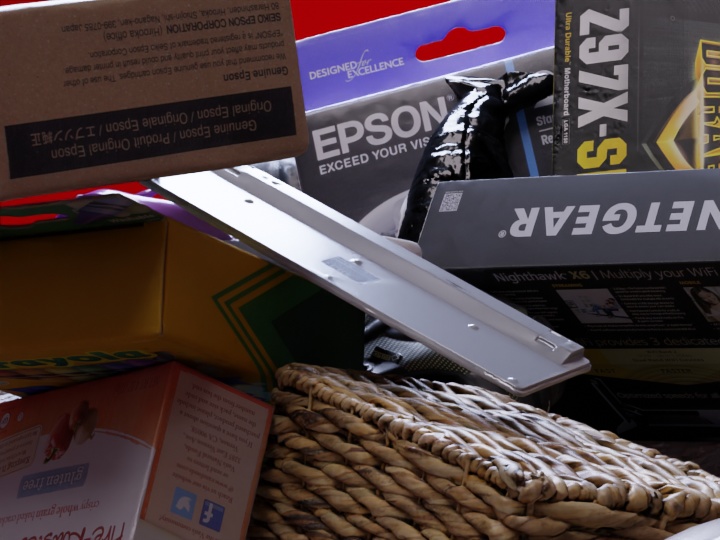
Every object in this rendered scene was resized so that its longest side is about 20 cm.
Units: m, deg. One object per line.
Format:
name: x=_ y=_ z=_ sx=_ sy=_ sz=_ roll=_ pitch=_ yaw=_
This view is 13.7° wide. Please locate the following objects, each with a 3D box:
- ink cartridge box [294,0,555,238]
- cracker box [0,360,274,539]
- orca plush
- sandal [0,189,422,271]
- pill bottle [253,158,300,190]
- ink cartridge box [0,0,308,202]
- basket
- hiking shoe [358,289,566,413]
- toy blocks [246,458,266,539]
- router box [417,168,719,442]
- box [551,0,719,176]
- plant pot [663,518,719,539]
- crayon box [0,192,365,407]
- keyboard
ink cartridge box: x=0.065 y=-0.060 z=1.595 sx=0.198 sy=0.201 sz=0.043 roll=-15 pitch=-18 yaw=7
cracker box: x=-0.114 y=0.145 z=1.189 sx=0.134 sy=0.058 sz=0.201 roll=-15 pitch=56 yaw=50
orca plush: x=0.068 y=-0.022 z=1.511 sx=0.200 sy=0.105 sz=0.071 roll=-67 pitch=9 yaw=-29
sandal: x=-0.074 y=-0.016 z=1.290 sx=0.202 sy=0.050 sz=0.082 roll=3 pitch=-10 yaw=-1
pill bottle: x=0.038 y=-0.049 z=1.678 sx=0.199 sy=0.112 sz=0.112 roll=-15 pitch=21 yaw=7
ink cartridge box: x=-0.147 y=-0.065 z=1.186 sx=0.165 sy=0.075 sz=0.200 roll=-13 pitch=7 yaw=-43
basket: x=0.051 y=0.132 z=1.167 sx=0.142 sy=0.149 sz=0.200 roll=9 pitch=5 yaw=-32
hiking shoe: x=-0.012 y=0.040 z=1.321 sx=0.199 sy=0.076 sz=0.101 roll=10 pitch=29 yaw=10
toy blocks: x=0.001 y=0.117 z=1.343 sx=0.136 sy=0.100 sz=0.200 roll=7 pitch=29 yaw=24
router box: x=0.146 y=0.019 z=1.360 sx=0.200 sy=0.157 sz=0.052 roll=-1 pitch=57 yaw=34
box: x=0.177 y=-0.059 z=1.506 sx=0.159 sy=0.201 sz=0.049 roll=-6 pitch=-21 yaw=23
plant pot: x=0.112 y=0.172 z=0.983 sx=0.200 sy=0.201 sz=0.175 roll=-24 pitch=9 yaw=-19
crayon box: x=-0.098 y=0.021 z=1.221 sx=0.125 sy=0.052 sz=0.200 roll=-5 pitch=-16 yaw=27
keyboard: x=0.000 y=0.000 z=1.216 sx=0.200 sy=0.011 sz=0.056 roll=29 pitch=31 yaw=28
